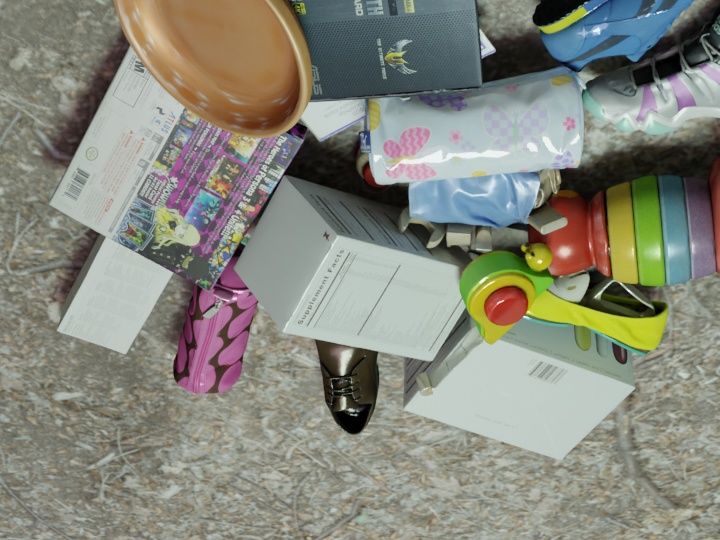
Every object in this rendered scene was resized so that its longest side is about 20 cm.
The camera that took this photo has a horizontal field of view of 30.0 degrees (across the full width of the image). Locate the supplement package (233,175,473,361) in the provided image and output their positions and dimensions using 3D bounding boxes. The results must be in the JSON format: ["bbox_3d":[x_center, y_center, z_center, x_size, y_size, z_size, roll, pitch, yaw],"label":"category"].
[{"bbox_3d":[0.000,0.000,1.294,0.199,0.110,0.114,15,114,-42],"label":"supplement package"}]

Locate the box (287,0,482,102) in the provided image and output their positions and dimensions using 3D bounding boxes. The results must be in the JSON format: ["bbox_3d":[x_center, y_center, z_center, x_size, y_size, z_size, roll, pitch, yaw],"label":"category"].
[{"bbox_3d":[0.015,-0.232,1.092,0.157,0.051,0.200,-3,136,7],"label":"box"}]

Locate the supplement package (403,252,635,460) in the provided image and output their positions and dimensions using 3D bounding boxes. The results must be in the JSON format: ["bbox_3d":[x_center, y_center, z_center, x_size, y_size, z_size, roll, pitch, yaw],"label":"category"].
[{"bbox_3d":[0.169,0.096,1.452,0.199,0.111,0.156,19,135,-17],"label":"supplement package"}]

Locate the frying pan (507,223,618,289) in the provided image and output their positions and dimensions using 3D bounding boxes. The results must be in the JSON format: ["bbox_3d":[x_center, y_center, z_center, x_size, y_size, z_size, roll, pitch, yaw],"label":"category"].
[{"bbox_3d":[0.198,-0.028,1.376,0.189,0.031,0.115,5,135,2],"label":"frying pan"}]

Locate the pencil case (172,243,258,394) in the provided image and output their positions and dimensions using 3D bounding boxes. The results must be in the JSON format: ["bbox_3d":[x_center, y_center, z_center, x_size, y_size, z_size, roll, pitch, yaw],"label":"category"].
[{"bbox_3d":[-0.154,0.054,1.441,0.090,0.094,0.200,10,137,-7],"label":"pencil case"}]

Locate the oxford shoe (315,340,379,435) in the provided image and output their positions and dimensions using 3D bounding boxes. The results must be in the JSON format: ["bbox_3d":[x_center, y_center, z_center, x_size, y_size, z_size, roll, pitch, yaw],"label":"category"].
[{"bbox_3d":[-0.012,0.110,1.500,0.072,0.085,0.200,-5,135,11],"label":"oxford shoe"}]

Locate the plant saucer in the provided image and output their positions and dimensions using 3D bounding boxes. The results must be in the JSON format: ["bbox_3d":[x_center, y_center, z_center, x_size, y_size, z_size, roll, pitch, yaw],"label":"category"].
[{"bbox_3d":[-0.119,-0.201,1.123,0.200,0.037,0.201,27,146,20],"label":"plant saucer"}]

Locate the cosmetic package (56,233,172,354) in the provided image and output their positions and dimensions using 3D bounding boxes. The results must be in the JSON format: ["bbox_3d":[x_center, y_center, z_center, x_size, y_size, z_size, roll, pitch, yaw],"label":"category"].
[{"bbox_3d":[-0.250,0.002,1.421,0.082,0.051,0.200,20,134,-19],"label":"cosmetic package"}]

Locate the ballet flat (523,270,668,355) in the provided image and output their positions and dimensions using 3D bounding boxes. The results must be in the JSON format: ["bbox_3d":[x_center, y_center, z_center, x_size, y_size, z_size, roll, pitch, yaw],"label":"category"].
[{"bbox_3d":[0.231,0.029,1.382,0.199,0.067,0.067,18,116,-18],"label":"ballet flat"}]

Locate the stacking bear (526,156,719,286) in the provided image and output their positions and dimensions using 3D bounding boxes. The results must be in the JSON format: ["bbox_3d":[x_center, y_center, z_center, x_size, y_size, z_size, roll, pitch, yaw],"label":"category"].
[{"bbox_3d":[0.258,-0.040,1.284,0.199,0.121,0.114,-4,102,12],"label":"stacking bear"}]

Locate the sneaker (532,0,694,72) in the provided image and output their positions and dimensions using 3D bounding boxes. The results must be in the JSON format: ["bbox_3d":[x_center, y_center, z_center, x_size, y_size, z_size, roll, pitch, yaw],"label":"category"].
[{"bbox_3d":[0.246,-0.229,1.130,0.200,0.066,0.078,-23,124,32],"label":"sneaker"}]

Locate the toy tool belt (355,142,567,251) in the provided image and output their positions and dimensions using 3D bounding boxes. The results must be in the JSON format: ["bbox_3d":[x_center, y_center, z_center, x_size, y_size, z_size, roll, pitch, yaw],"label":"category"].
[{"bbox_3d":[0.091,-0.078,1.262,0.199,0.123,0.125,-2,137,5],"label":"toy tool belt"}]

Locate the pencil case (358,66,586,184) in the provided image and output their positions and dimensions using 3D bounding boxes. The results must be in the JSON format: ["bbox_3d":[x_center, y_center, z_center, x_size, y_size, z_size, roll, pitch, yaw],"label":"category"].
[{"bbox_3d":[0.099,-0.127,1.184,0.199,0.083,0.091,-4,95,2],"label":"pencil case"}]

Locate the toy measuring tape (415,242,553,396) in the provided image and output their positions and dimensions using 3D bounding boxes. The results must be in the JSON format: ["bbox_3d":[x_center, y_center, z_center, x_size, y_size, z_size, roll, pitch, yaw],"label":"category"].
[{"bbox_3d":[0.104,0.041,1.280,0.073,0.074,0.200,31,117,-27],"label":"toy measuring tape"}]

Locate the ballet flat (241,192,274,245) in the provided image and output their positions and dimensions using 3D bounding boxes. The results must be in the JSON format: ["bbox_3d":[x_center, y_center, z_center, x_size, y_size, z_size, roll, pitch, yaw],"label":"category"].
[{"bbox_3d":[-0.060,-0.015,1.377,0.200,0.071,0.067,34,130,-29],"label":"ballet flat"}]

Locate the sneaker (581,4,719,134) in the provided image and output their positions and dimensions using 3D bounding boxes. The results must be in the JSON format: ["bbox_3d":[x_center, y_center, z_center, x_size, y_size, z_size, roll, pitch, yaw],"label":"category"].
[{"bbox_3d":[0.297,-0.194,1.170,0.199,0.078,0.140,-4,135,-6],"label":"sneaker"}]

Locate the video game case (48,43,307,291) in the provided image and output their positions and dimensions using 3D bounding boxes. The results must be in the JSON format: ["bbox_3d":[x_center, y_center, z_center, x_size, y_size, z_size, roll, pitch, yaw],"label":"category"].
[{"bbox_3d":[-0.175,-0.098,1.272,0.181,0.036,0.200,28,120,-10],"label":"video game case"}]

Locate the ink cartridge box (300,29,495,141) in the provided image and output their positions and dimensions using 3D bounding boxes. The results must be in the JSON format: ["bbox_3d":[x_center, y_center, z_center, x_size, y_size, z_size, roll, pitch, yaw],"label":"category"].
[{"bbox_3d":[-0.015,-0.227,1.168,0.198,0.044,0.200,-24,129,26],"label":"ink cartridge box"}]
